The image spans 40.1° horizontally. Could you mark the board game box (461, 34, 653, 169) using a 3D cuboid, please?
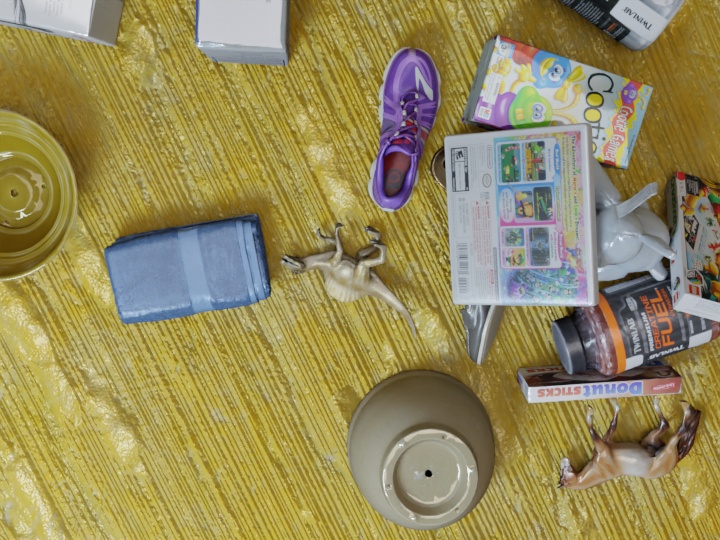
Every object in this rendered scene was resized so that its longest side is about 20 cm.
[{"bbox_3d":[0.237,-0.203,1.207,0.196,0.103,0.107,17,96,-4],"label":"board game box"}]

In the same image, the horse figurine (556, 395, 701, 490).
[{"bbox_3d":[0.359,0.228,1.288,0.195,0.050,0.135,-3,109,-8],"label":"horse figurine"}]

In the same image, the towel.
[{"bbox_3d":[-0.215,0.000,1.243,0.196,0.049,0.114,-10,97,-2],"label":"towel"}]

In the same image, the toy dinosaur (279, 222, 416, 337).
[{"bbox_3d":[0.000,0.000,1.257,0.197,0.058,0.103,24,111,3],"label":"toy dinosaur"}]

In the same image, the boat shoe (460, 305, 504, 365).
[{"bbox_3d":[0.154,0.020,1.246,0.056,0.067,0.204,19,116,22],"label":"boat shoe"}]

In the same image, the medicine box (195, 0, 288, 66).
[{"bbox_3d":[-0.129,-0.337,1.129,0.101,0.200,0.186,2,97,-4],"label":"medicine box"}]

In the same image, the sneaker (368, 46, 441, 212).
[{"bbox_3d":[0.058,-0.172,1.215,0.079,0.083,0.205,7,96,-3],"label":"sneaker"}]

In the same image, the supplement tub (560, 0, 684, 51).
[{"bbox_3d":[0.289,-0.367,1.180,0.198,0.123,0.124,32,95,-6],"label":"supplement tub"}]

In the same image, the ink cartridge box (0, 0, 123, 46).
[{"bbox_3d":[-0.388,-0.325,1.147,0.196,0.147,0.085,11,98,-3],"label":"ink cartridge box"}]

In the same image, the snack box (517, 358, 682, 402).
[{"bbox_3d":[0.305,0.142,1.267,0.195,0.072,0.025,-4,103,-2],"label":"snack box"}]

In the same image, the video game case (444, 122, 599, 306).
[{"bbox_3d":[0.185,-0.061,1.143,0.179,0.024,0.205,0,96,33],"label":"video game case"}]

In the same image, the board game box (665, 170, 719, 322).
[{"bbox_3d":[0.442,-0.025,1.208,0.124,0.035,0.203,14,52,-5],"label":"board game box"}]

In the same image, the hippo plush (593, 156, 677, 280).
[{"bbox_3d":[0.300,-0.060,1.187,0.198,0.159,0.163,-22,76,39],"label":"hippo plush"}]

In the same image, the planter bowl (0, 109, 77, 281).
[{"bbox_3d":[-0.434,-0.094,1.206,0.196,0.083,0.205,0,97,-2],"label":"planter bowl"}]

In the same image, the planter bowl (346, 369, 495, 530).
[{"bbox_3d":[0.082,0.241,1.241,0.196,0.135,0.205,0,98,-2],"label":"planter bowl"}]

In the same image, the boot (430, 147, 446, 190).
[{"bbox_3d":[0.176,-0.085,1.235,0.198,0.075,0.074,32,93,-7],"label":"boot"}]

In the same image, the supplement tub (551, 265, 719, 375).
[{"bbox_3d":[0.345,0.067,1.243,0.196,0.107,0.109,-19,97,0],"label":"supplement tub"}]
